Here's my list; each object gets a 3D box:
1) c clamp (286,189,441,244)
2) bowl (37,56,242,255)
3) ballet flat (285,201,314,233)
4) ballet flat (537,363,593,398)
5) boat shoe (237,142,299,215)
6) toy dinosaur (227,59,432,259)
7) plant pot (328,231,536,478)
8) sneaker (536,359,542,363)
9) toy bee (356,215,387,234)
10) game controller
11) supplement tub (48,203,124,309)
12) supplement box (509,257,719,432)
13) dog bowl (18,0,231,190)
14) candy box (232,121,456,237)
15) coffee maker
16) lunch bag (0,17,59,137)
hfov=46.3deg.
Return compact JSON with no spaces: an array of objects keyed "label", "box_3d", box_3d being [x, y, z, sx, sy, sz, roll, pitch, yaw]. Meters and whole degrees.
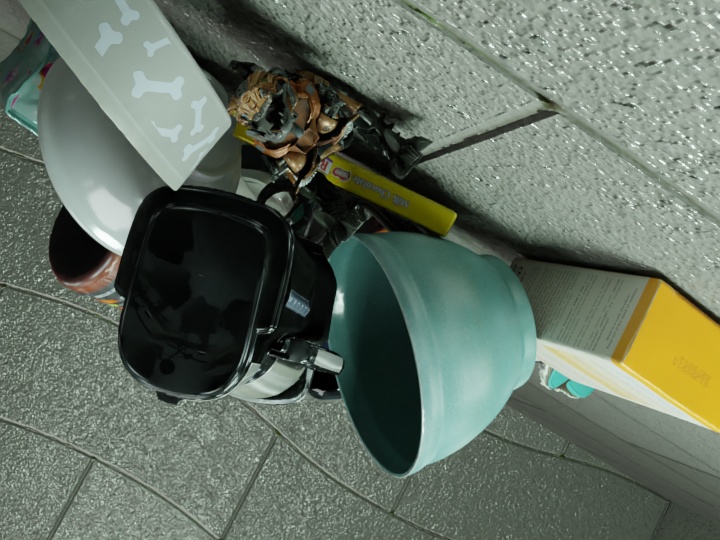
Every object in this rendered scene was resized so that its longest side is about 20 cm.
[{"label":"c clamp","box_3d":[0.000,0.000,0.827,0.199,0.172,0.027,38,-159,9]},{"label":"bowl","box_3d":[-0.165,-0.114,0.720,0.089,0.204,0.200,-14,148,33]},{"label":"ballet flat","box_3d":[-0.101,-0.024,0.952,0.062,0.202,0.069,8,142,24]},{"label":"ballet flat","box_3d":[0.254,0.117,1.068,0.071,0.073,0.200,25,172,29]},{"label":"boat shoe","box_3d":[-0.119,-0.113,0.939,0.199,0.060,0.074,18,149,55]},{"label":"toy dinosaur","box_3d":[-0.028,-0.101,0.592,0.136,0.102,0.200,43,-147,0]},{"label":"plant pot","box_3d":[0.065,0.058,0.716,0.132,0.204,0.200,-11,-171,-20]},{"label":"sneaker","box_3d":[0.136,0.079,0.971,0.196,0.076,0.115,14,146,3]},{"label":"toy bee","box_3d":[0.000,-0.020,0.909,0.130,0.198,0.110,30,140,43]},{"label":"game controller","box_3d":[-0.016,0.076,0.883,0.102,0.043,0.200,3,-159,-8]},{"label":"supplement tub","box_3d":[-0.195,-0.004,0.823,0.106,0.108,0.199,24,175,37]},{"label":"supplement box","box_3d":[0.212,0.056,0.714,0.125,0.074,0.199,31,173,-23]},{"label":"dog bowl","box_3d":[-0.154,-0.148,0.526,0.201,0.058,0.200,54,176,5]},{"label":"candy box","box_3d":[-0.009,-0.081,0.736,0.197,0.027,0.102,26,-173,4]},{"label":"coffee maker","box_3d":[-0.095,0.003,0.637,0.132,0.196,0.200,-10,169,5]},{"label":"lunch bag","box_3d":[-0.254,-0.157,0.845,0.199,0.123,0.170,37,-178,-36]}]
